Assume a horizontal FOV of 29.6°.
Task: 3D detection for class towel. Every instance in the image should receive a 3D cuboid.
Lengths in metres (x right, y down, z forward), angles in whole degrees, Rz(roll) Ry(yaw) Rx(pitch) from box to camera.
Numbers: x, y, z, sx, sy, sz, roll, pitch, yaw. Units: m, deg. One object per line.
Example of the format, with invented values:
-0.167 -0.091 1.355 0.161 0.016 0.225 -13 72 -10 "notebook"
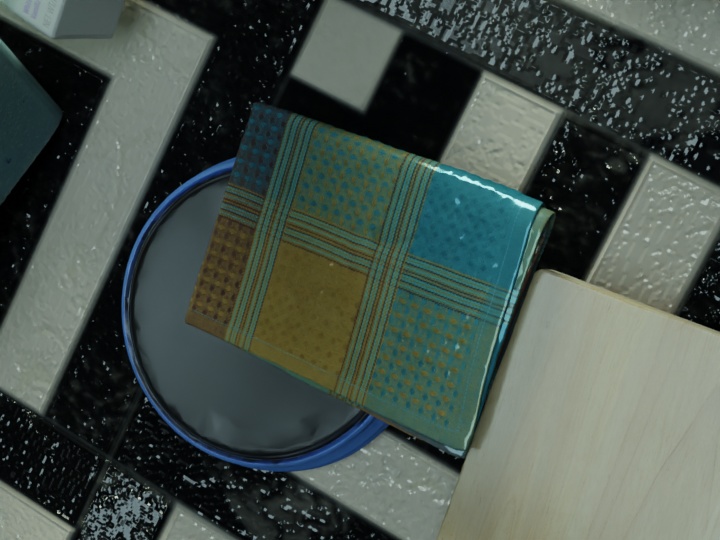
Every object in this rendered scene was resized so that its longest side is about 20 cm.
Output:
0.000 0.000 0.773 0.200 0.022 0.147 23 98 27 "towel"

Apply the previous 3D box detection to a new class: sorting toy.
0.161 0.125 0.754 0.199 0.070 0.200 21 98 16 "sorting toy"

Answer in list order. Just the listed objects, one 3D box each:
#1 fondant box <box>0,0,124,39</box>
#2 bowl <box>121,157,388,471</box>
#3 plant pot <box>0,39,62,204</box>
-0.216 -0.252 0.841 0.200 0.058 0.144 36 117 23 "fondant box"
-0.055 0.026 0.837 0.200 0.039 0.201 1 92 18 "bowl"
-0.332 -0.107 0.804 0.196 0.200 0.197 26 71 16 "plant pot"
